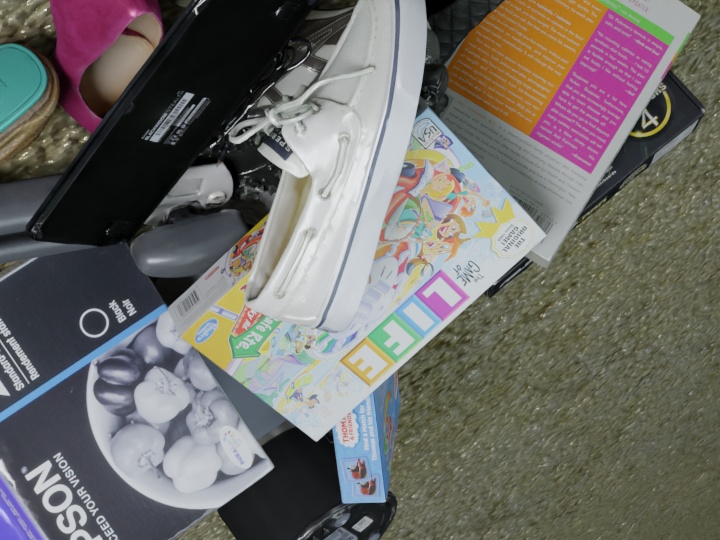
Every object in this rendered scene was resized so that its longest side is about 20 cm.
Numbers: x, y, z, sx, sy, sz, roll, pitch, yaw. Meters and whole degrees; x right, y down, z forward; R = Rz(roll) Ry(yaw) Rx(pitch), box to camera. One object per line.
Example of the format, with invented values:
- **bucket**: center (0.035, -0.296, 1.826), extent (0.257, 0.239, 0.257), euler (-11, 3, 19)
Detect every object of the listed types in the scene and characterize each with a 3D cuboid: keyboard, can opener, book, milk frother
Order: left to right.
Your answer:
- **can opener**: center (-0.160, -0.023, 0.856), extent (0.200, 0.067, 0.053), euler (-12, 146, -28)
- **keyboard**: center (-0.103, -0.093, 0.796), extent (0.200, 0.040, 0.104), euler (-47, 152, 22)
- **milk frother**: center (-0.104, 0.181, 1.122), extent (0.200, 0.188, 0.181), euler (-33, 151, -16)
- **book**: center (0.123, -0.121, 0.986), extent (0.200, 0.134, 0.048), euler (-57, 172, -8)

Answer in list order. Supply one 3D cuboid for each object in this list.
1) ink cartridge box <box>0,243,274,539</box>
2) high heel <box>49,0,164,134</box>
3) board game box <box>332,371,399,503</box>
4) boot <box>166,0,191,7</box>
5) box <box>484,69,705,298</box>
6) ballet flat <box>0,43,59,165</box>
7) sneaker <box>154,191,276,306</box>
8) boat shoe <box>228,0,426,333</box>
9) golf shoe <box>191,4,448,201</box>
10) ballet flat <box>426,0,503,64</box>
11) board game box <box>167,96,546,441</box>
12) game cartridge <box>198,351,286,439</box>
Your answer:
- **ink cartridge box**: center (-0.189, 0.097, 0.904), extent (0.200, 0.198, 0.043), euler (-35, -172, -13)
- **high heel**: center (-0.123, -0.107, 0.789), extent (0.067, 0.096, 0.200), euler (-33, 151, -18)
- **board game box**: center (-0.001, 0.040, 1.031), extent (0.037, 0.151, 0.200), euler (-5, 111, 7)
- **boot**: center (-0.021, -0.233, 0.738), extent (0.182, 0.073, 0.200), euler (-26, 161, -31)
- **box**: center (0.116, -0.104, 1.029), extent (0.200, 0.161, 0.049), euler (-38, 168, -7)
- **ballet flat**: center (-0.244, -0.048, 0.769), extent (0.200, 0.068, 0.072), euler (-39, 172, -14)
- **sneaker**: center (-0.076, -0.007, 1.030), extent (0.200, 0.073, 0.112), euler (-48, 156, 28)
- **boat shoe**: center (-0.027, -0.069, 0.796), extent (0.086, 0.075, 0.202), euler (11, 103, -20)
- **golf shoe**: center (-0.044, -0.111, 0.915), extent (0.200, 0.095, 0.078), euler (-19, 142, 12)
- **ballet flat**: center (0.058, -0.186, 0.901), extent (0.057, 0.067, 0.200), euler (6, 149, -22)
- **board game box**: center (0.000, 0.000, 0.896), extent (0.200, 0.034, 0.134), euler (-43, 127, 7)
- **game cartridge**: center (-0.159, 0.102, 1.011), extent (0.200, 0.041, 0.133), euler (-21, 133, 5)
